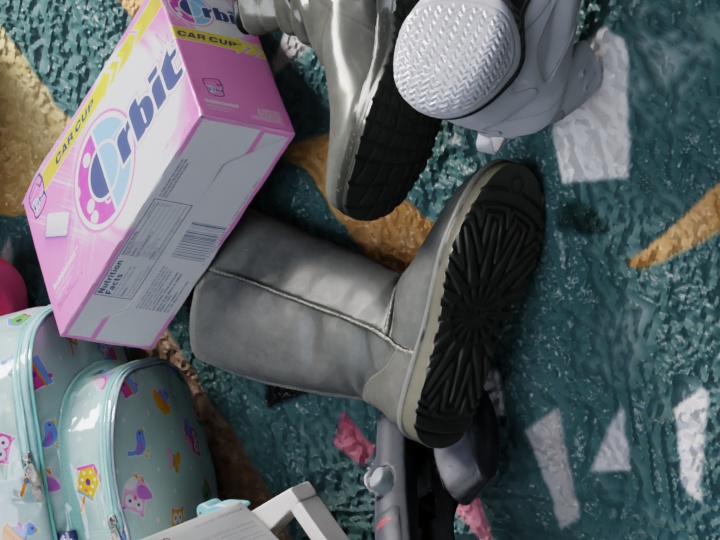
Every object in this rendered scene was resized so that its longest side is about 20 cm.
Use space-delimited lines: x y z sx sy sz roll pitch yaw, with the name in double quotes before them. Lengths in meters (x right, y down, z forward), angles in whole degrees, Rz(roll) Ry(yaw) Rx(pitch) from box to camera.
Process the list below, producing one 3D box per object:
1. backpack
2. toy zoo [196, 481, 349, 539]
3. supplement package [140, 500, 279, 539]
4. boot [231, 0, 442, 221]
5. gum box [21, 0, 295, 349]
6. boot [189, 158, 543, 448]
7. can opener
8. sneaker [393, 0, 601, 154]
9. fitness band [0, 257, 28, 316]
"backpack" -0.181 0.117 1.811 0.153 0.176 0.200 -20 90 22
"toy zoo" -0.033 0.215 1.728 0.200 0.020 0.131 53 126 14
"supplement package" -0.057 0.246 1.670 0.200 0.109 0.114 44 123 21
"boot" -0.017 -0.132 1.676 0.131 0.068 0.200 10 90 37
"gum box" -0.125 -0.056 1.756 0.200 0.066 0.114 -54 40 34
"boot" -0.001 -0.001 1.713 0.200 0.073 0.182 26 94 47
"can opener" 0.033 0.147 1.663 0.063 0.200 0.079 24 134 -17
"sneaker" 0.094 -0.157 1.593 0.075 0.115 0.200 25 82 28
"fitness band" -0.268 0.079 1.880 0.037 0.144 0.200 27 118 24
